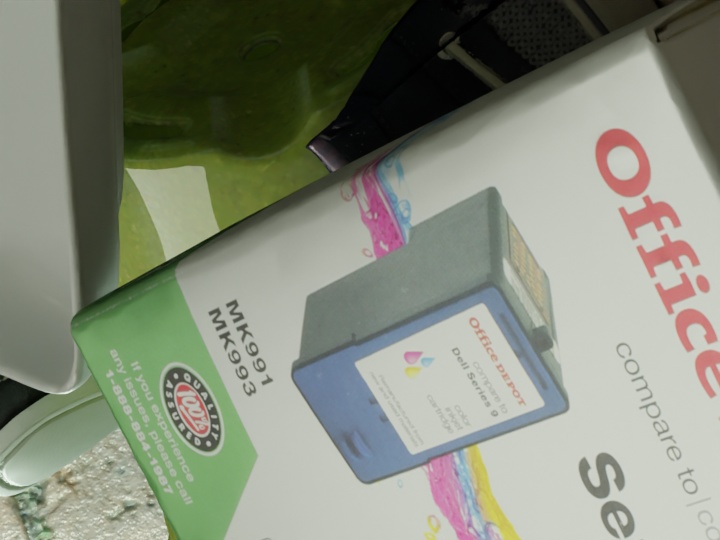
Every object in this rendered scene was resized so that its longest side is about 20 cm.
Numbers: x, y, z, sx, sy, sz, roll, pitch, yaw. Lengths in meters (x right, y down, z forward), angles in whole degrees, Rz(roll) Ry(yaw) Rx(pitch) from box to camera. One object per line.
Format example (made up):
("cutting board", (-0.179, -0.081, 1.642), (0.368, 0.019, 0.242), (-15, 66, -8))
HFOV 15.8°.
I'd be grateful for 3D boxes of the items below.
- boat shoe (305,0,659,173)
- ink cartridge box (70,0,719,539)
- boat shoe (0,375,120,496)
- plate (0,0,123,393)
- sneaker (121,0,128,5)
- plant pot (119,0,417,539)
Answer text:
("boat shoe", (0.072, 0.005, 0.687), (0.200, 0.093, 0.075), (50, 171, -8))
("ink cartridge box", (0.048, 0.032, 0.568), (0.200, 0.087, 0.146), (-24, 94, 45))
("boat shoe", (-0.095, 0.028, 0.911), (0.060, 0.076, 0.200), (53, -166, 5))
("plate", (-0.110, -0.080, 0.691), (0.199, 0.032, 0.201), (12, 105, 57))
("sneaker", (-0.039, -0.063, 0.945), (0.074, 0.085, 0.200), (46, 169, 52))
("plant pot", (0.000, 0.000, 0.792), (0.200, 0.200, 0.185), (35, 153, 55))
